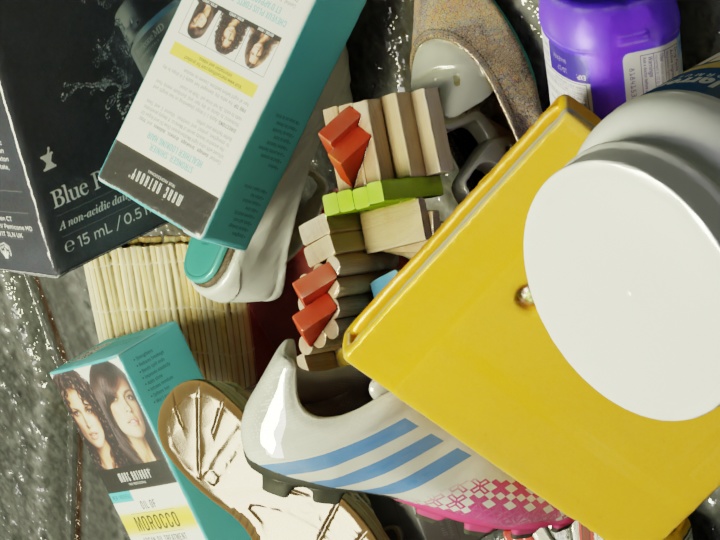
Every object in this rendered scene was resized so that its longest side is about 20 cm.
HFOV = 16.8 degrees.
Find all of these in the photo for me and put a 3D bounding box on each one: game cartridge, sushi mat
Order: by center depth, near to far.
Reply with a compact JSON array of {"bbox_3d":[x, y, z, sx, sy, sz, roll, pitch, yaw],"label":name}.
[{"bbox_3d":[0.121,0.033,1.226,0.200,0.032,0.176,36,112,-17],"label":"game cartridge"},{"bbox_3d":[-0.113,0.049,1.510,0.096,0.012,0.200,-1,138,3],"label":"sushi mat"}]

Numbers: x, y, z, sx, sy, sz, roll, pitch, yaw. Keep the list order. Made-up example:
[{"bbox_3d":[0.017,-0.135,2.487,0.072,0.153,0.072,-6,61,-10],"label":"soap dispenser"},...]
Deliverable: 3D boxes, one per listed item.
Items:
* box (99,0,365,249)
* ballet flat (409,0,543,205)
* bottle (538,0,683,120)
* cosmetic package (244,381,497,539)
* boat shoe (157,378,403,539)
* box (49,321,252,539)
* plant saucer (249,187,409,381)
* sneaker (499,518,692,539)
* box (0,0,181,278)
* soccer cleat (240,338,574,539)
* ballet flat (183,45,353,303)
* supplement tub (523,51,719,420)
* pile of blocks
[{"bbox_3d":[-0.062,-0.119,1.351,0.082,0.049,0.200,30,98,31],"label":"box"},{"bbox_3d":[0.068,-0.071,1.316,0.068,0.067,0.200,-26,92,52],"label":"ballet flat"},{"bbox_3d":[0.134,-0.053,1.243,0.084,0.065,0.200,-118,18,-65],"label":"bottle"},{"bbox_3d":[-0.005,0.114,1.446,0.200,0.090,0.107,-12,100,54],"label":"cosmetic package"},{"bbox_3d":[-0.029,0.135,1.379,0.073,0.063,0.200,-47,73,22],"label":"boat shoe"},{"bbox_3d":[-0.106,0.134,1.461,0.082,0.049,0.200,-16,102,52],"label":"box"},{"bbox_3d":[0.003,0.063,1.502,0.200,0.037,0.200,59,142,3],"label":"plant saucer"},{"bbox_3d":[0.162,0.182,1.358,0.082,0.078,0.200,-37,100,19],"label":"sneaker"},{"bbox_3d":[-0.164,-0.125,1.441,0.117,0.197,0.200,6,117,46],"label":"box"},{"bbox_3d":[0.038,0.085,1.281,0.070,0.200,0.086,-108,29,-64],"label":"soccer cleat"},{"bbox_3d":[-0.041,-0.073,1.417,0.069,0.069,0.200,20,90,40],"label":"ballet flat"},{"bbox_3d":[0.184,-0.029,1.100,0.145,0.200,0.145,27,131,36],"label":"supplement tub"},{"bbox_3d":[0.000,0.000,1.297,0.082,0.062,0.200,20,110,43],"label":"pile of blocks"}]
